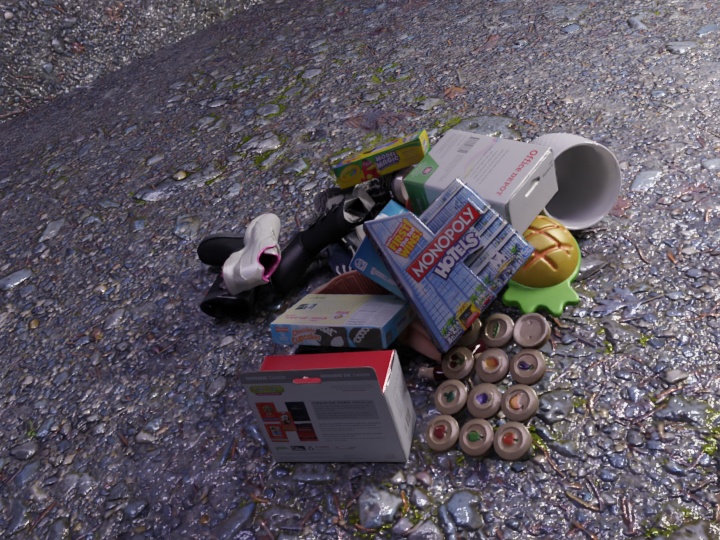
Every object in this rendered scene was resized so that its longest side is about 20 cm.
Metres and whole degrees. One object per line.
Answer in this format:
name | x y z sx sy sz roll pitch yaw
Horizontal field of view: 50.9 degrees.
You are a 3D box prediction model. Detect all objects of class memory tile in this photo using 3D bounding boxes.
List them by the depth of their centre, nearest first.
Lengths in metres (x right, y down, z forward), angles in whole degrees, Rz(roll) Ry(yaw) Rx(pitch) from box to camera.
memory tile | 0.170 0.149 1.008 0.151 0.017 0.203 -1 61 34

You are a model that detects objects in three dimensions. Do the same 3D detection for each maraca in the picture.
maraca | 0.275 -0.007 1.174 0.134 0.108 0.202 -3 47 11

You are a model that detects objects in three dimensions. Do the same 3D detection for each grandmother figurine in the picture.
grandmother figurine | 0.134 0.119 1.109 0.121 0.061 0.199 -43 38 -18

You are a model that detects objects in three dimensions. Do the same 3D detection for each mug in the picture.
mug | 0.322 -0.165 1.315 0.196 0.150 0.176 -3 20 -9

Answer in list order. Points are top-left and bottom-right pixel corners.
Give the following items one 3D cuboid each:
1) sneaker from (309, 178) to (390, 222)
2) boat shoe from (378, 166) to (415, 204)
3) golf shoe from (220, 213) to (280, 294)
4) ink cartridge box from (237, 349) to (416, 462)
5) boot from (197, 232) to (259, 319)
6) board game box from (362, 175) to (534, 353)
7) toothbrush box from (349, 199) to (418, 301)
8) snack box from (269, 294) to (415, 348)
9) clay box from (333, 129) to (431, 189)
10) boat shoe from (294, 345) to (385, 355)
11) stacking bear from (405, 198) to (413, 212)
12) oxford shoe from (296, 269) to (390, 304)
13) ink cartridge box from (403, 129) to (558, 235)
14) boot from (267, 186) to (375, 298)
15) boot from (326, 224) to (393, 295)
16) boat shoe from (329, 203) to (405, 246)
sneaker | -0.028 -0.140 1.528 0.198 0.078 0.088 -21 -8 -35
boat shoe | 0.071 -0.171 1.474 0.091 0.076 0.200 4 9 19
golf shoe | -0.171 -0.033 1.345 0.090 0.076 0.201 -6 38 25
ink cartridge box | -0.042 0.169 1.015 0.196 0.178 0.084 -4 36 19
boot | -0.259 0.013 1.426 0.162 0.066 0.202 -9 40 17
board game box | 0.108 -0.029 1.042 0.200 0.200 0.062 -46 -3 -7
toothbrush box | 0.098 -0.009 1.152 0.198 0.086 0.146 33 21 3
snack box | -0.026 0.075 1.149 0.197 0.038 0.116 0 21 30
clay box | 0.056 -0.213 1.415 0.197 0.048 0.115 -19 14 15
boat shoe | -0.024 0.138 1.148 0.198 0.073 0.065 16 52 44
stacking bear | 0.186 -0.144 1.401 0.199 0.123 0.113 -38 29 -31
oxford shoe | -0.027 0.034 1.260 0.198 0.072 0.074 -22 15 22
ink cartridge box | 0.192 -0.137 1.206 0.198 0.088 0.146 18 54 40
boot | -0.072 -0.049 1.347 0.199 0.066 0.166 -28 28 41
boot | 0.000 0.000 1.338 0.090 0.073 0.201 -32 32 5
boat shoe | 0.030 -0.093 1.446 0.197 0.057 0.069 -20 35 -4
